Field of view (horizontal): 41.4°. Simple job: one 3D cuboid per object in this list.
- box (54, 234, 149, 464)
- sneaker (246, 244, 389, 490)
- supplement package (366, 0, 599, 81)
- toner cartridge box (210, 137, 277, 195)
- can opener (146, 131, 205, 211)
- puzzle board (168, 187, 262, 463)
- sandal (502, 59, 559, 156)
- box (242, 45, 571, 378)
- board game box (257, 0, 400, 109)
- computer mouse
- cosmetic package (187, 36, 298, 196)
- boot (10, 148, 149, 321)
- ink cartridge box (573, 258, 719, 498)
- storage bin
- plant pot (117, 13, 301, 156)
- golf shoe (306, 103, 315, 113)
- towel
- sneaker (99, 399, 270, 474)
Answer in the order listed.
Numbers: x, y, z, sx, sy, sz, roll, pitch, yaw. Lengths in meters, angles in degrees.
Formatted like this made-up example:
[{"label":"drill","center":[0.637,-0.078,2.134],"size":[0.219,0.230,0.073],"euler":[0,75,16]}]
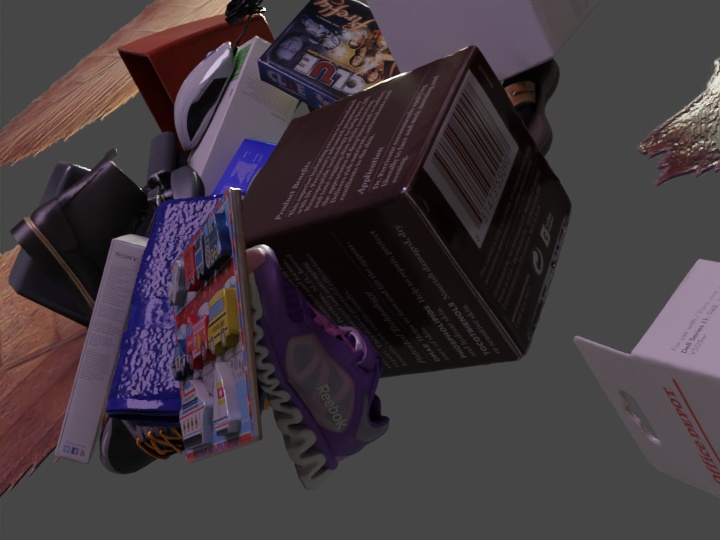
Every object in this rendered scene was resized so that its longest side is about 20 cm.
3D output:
[{"label":"box","center":[-0.241,0.067,0.914],"size":[0.144,0.036,0.204],"euler":[-158,85,-81]},{"label":"sneaker","center":[-0.031,0.060,0.665],"size":[0.087,0.203,0.081],"euler":[-21,36,-3]},{"label":"supplement package","center":[0.122,-0.277,0.938],"size":[0.149,0.154,0.200],"euler":[-19,17,34]},{"label":"toner cartridge box","center":[-0.122,-0.047,1.014],"size":[0.093,0.044,0.202],"euler":[14,59,20]},{"label":"can opener","center":[-0.200,-0.102,1.060],"size":[0.066,0.054,0.201],"euler":[-25,32,6]},{"label":"puzzle board","center":[-0.107,0.048,0.652],"size":[0.200,0.017,0.154],"euler":[146,120,-65]},{"label":"sandal","center":[0.142,-0.155,0.890],"size":[0.081,0.055,0.202],"euler":[-15,36,36]},{"label":"box","center":[0.029,-0.034,0.737],"size":[0.197,0.165,0.168],"euler":[-13,38,41]},{"label":"board game box","center":[0.002,-0.227,1.064],"size":[0.198,0.035,0.136],"euler":[29,65,17]},{"label":"computer mouse","center":[-0.178,-0.239,1.131],"size":[0.203,0.043,0.110],"euler":[-63,23,6]},{"label":"cosmetic package","center":[-0.143,-0.162,1.143],"size":[0.107,0.084,0.204],"euler":[-1,66,64]},{"label":"boot","center":[-0.253,-0.013,1.018],"size":[0.138,0.201,0.077],"euler":[-43,34,-11]},{"label":"ink cartridge box","center":[0.204,0.063,0.429],"size":[0.067,0.118,0.199],"euler":[-47,29,-17]},{"label":"storage bin","center":[-0.315,-0.027,1.110],"size":[0.145,0.133,0.204],"euler":[17,85,62]},{"label":"plant pot","center":[-0.201,-0.260,1.337],"size":[0.175,0.202,0.199],"euler":[-34,26,-15]},{"label":"golf shoe","center":[-0.034,-0.176,1.099],"size":[0.077,0.095,0.202],"euler":[-29,31,15]},{"label":"towel","center":[-0.128,0.032,0.803],"size":[0.145,0.050,0.204],"euler":[-3,63,22]},{"label":"sneaker","center":[-0.155,0.126,0.835],"size":[0.199,0.078,0.078],"euler":[-38,45,17]}]
